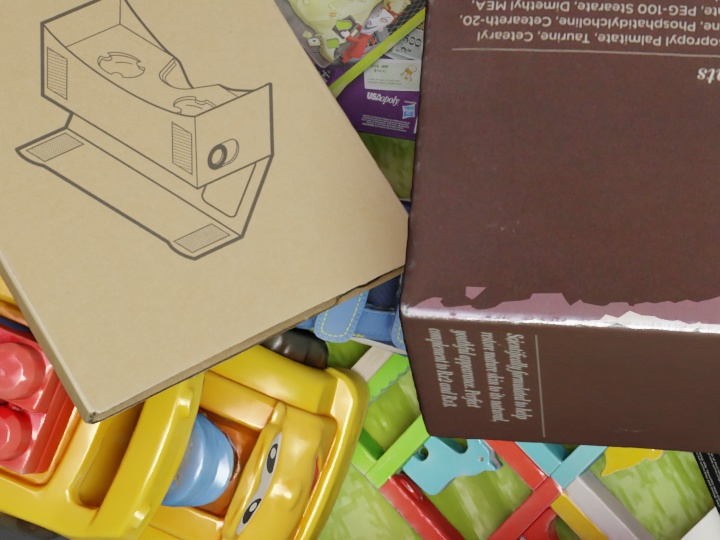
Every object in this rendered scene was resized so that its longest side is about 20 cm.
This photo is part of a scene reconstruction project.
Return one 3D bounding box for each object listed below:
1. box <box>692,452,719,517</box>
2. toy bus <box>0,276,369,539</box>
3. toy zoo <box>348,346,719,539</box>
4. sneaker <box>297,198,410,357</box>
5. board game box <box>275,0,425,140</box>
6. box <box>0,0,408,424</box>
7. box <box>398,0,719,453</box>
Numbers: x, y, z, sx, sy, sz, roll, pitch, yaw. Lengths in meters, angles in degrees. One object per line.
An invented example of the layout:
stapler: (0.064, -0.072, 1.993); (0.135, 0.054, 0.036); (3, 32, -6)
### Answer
box: (0.210, 0.101, 1.160); (0.110, 0.035, 0.200); (-24, 91, -33)
toy bus: (-0.113, 0.061, 1.152); (0.200, 0.192, 0.136); (23, 90, 8)
toy zoo: (0.088, 0.091, 1.200); (0.200, 0.020, 0.131); (46, 109, 9)
sneaker: (0.000, 0.000, 1.162); (0.200, 0.082, 0.074); (11, 97, 7)
board game box: (-0.037, -0.129, 1.200); (0.200, 0.032, 0.120); (9, 106, -21)
box: (-0.089, -0.056, 1.102); (0.163, 0.021, 0.200); (-26, 77, -23)
box: (0.108, -0.047, 1.055); (0.164, 0.166, 0.200); (3, 71, 6)
